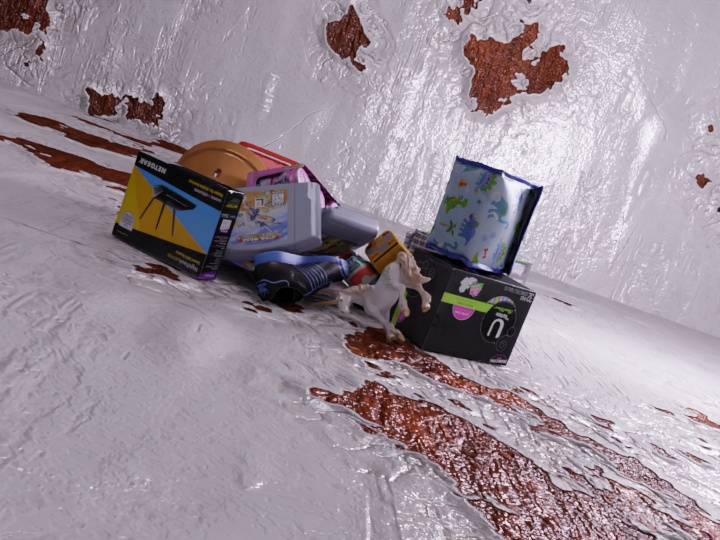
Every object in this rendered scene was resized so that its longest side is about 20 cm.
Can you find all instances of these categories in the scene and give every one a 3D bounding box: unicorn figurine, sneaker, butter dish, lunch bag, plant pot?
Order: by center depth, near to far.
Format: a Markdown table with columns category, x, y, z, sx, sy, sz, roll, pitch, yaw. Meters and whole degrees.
| category | x | y | z | sx | sy | sz | roll | pitch | yaw |
| --- | --- | --- | --- | --- | --- | --- | --- | --- | --- |
| unicorn figurine | 0.034 | 0.048 | 1.414 | 0.074 | 0.200 | 0.138 | 17 | 35 | -53 |
| sneaker | -0.094 | 0.017 | 1.418 | 0.200 | 0.078 | 0.070 | 5 | -16 | -45 |
| lunch bag | 0.230 | -0.086 | 1.490 | 0.127 | 0.171 | 0.200 | 26 | 9 | 39 |
| plant pot | -0.270 | -0.124 | 1.603 | 0.199 | 0.201 | 0.140 | 19 | 26 | -4 |
| sneaker | 0.000 | 0.000 | 1.616 | 0.094 | 0.070 | 0.200 | 54 | 1 | -5 |
| butter dish | -0.268 | -0.208 | 2.260 | 0.199 | 0.148 | 0.200 | 22 | 49 | 1 |

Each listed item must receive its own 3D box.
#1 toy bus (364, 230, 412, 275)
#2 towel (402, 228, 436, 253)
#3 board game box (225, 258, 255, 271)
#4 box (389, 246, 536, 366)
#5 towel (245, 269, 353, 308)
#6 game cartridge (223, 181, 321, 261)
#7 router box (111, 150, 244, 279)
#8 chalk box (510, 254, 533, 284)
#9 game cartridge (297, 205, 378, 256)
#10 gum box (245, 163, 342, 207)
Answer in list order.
| category | x | y | z | sx | sy | sz | roll | pitch | yaw |
| --- | --- | --- | --- | --- | --- | --- | --- | --- | --- |
| toy bus | 0.093 | 0.021 | 1.578 | 0.200 | 0.065 | 0.078 | 47 | 6 | -35 |
| towel | 0.160 | 0.024 | 1.679 | 0.199 | 0.166 | 0.086 | 20 | 12 | 0 |
| board game box | -0.155 | -0.029 | 1.503 | 0.158 | 0.039 | 0.200 | 27 | 12 | 38 |
| box | 0.175 | 0.063 | 1.512 | 0.199 | 0.149 | 0.124 | 14 | 12 | -34 |
| towel | -0.124 | 0.009 | 1.568 | 0.199 | 0.032 | 0.191 | 16 | 11 | -24 |
| game cartridge | -0.164 | -0.080 | 1.437 | 0.199 | 0.042 | 0.134 | -5 | 53 | 3 |
| router box | -0.295 | -0.090 | 1.395 | 0.200 | 0.150 | 0.051 | 24 | 9 | 27 |
| chalk box | 0.307 | 0.001 | 2.027 | 0.124 | 0.201 | 0.124 | 12 | 11 | -44 |
| game cartridge | -0.069 | -0.062 | 1.570 | 0.133 | 0.041 | 0.200 | 12 | -22 | -42 |
| gum box | -0.119 | -0.118 | 1.587 | 0.113 | 0.066 | 0.200 | -8 | -26 | 20 |
